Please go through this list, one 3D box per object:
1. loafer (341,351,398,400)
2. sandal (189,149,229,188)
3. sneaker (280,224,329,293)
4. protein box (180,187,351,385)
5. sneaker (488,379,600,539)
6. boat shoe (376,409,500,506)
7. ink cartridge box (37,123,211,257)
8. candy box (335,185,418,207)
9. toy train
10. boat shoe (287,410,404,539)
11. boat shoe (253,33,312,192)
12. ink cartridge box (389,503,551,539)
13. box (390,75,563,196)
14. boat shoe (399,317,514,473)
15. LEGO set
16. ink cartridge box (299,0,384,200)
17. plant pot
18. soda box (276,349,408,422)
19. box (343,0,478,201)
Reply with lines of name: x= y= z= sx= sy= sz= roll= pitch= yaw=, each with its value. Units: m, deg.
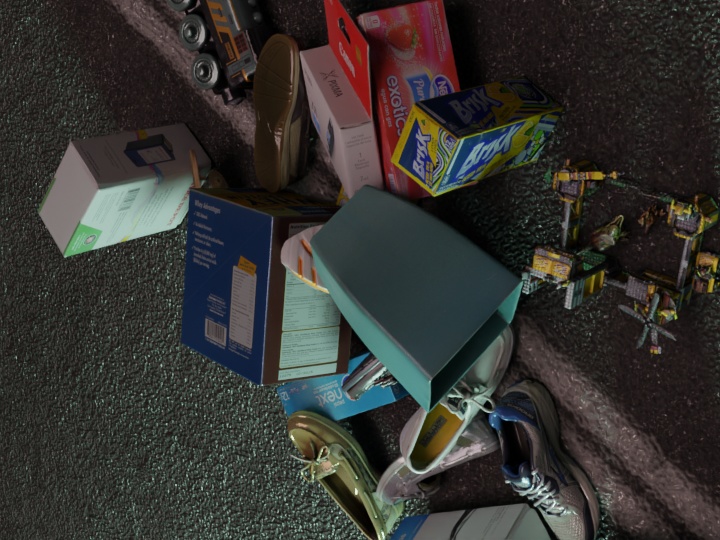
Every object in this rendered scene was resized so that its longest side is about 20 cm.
loafer: x=0.064 y=0.091 z=1.276 sx=0.200 sy=0.072 sz=0.063 roll=-43 pitch=92 yaw=11
sandal: x=-0.189 y=-0.080 z=1.497 sx=0.078 sy=0.068 sz=0.214 roll=-111 pitch=15 yaw=-49
sneaker: x=0.000 y=0.000 z=1.271 sx=0.077 sy=0.196 sz=0.080 roll=151 pitch=127 yaw=-67
protein box: x=-0.116 y=0.012 z=1.362 sx=0.197 sy=0.133 sz=0.204 roll=18 pitch=107 yaw=49
sneaker: x=0.197 y=0.231 z=1.231 sx=0.077 sy=0.085 sz=0.203 roll=-30 pitch=84 yaw=42
boat shoe: x=0.091 y=0.239 z=1.338 sx=0.202 sy=0.074 sz=0.065 roll=-46 pitch=69 yaw=33
ink cartridge box: x=-0.321 y=-0.113 z=1.504 sx=0.088 sy=0.198 sz=0.146 roll=54 pitch=132 yaw=17
candy box: x=0.005 y=-0.042 z=1.354 sx=0.102 sy=0.026 sz=0.202 roll=36 pitch=125 yaw=25
toy train: x=-0.172 y=-0.316 z=1.391 sx=0.113 sy=0.085 sz=0.203 roll=-20 pitch=88 yaw=31
boat shoe: x=-0.024 y=0.262 z=1.407 sx=0.200 sy=0.063 sz=0.073 roll=45 pitch=138 yaw=-9
boat shoe: x=-0.090 y=-0.198 z=1.360 sx=0.071 sy=0.065 sz=0.204 roll=30 pitch=125 yaw=36
ink cartridge box: x=0.140 y=0.367 z=1.306 sx=0.198 sy=0.084 sz=0.146 roll=-19 pitch=107 yaw=43
box: x=0.120 y=-0.139 z=1.101 sx=0.064 sy=0.199 sz=0.071 roll=40 pitch=127 yaw=23
boat shoe: x=0.109 y=0.142 z=1.225 sx=0.074 sy=0.086 sz=0.203 roll=35 pitch=99 yaw=-6
LEGO set: x=0.247 y=-0.022 z=1.082 sx=0.198 sy=0.115 sz=0.156 roll=29 pitch=122 yaw=31
ink cartridge box: x=-0.027 y=-0.205 z=1.217 sx=0.201 sy=0.044 sz=0.178 roll=-115 pitch=13 yaw=-52
plant pot: x=0.048 y=0.016 z=1.156 sx=0.200 sy=0.141 sz=0.142 roll=43 pitch=167 yaw=15
soda box: x=-0.016 y=0.149 z=1.408 sx=0.199 sy=0.064 sz=0.069 roll=-25 pitch=88 yaw=43
box: x=0.053 y=-0.182 z=1.196 sx=0.103 sy=0.093 sz=0.204 roll=-163 pitch=60 yaw=-77
